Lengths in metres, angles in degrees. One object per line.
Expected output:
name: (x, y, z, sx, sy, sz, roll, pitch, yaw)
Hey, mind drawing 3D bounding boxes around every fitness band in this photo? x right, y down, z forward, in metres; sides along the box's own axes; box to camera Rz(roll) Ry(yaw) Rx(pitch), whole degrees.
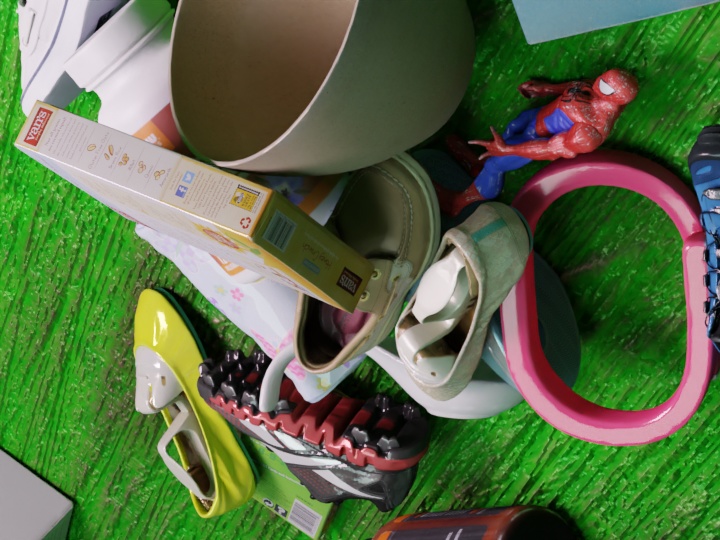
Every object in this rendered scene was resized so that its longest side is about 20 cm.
fitness band: (0.160, 0.019, 1.486, 0.143, 0.037, 0.201, 4, 116, 20)

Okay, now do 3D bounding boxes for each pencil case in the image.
pencil case: (-0.075, 0.006, 1.707, 0.200, 0.083, 0.091, 44, 150, -5)

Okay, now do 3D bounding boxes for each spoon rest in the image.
spoon rest: (0.028, 0.071, 1.638, 0.199, 0.099, 0.061, 0, 97, 5)

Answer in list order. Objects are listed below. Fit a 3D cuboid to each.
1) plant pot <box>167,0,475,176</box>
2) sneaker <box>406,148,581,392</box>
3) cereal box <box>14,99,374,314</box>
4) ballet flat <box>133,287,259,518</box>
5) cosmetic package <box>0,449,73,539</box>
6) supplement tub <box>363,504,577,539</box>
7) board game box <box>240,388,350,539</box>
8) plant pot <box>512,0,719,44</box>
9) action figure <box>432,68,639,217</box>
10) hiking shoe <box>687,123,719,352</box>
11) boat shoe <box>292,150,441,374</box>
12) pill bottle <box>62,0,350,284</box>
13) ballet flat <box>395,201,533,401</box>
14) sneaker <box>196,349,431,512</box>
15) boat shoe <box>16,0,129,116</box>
plant pot: (-0.009, -0.142, 1.420, 0.134, 0.201, 0.200, 18, 160, -36)
sneaker: (0.060, 0.014, 1.596, 0.130, 0.080, 0.200, -21, 106, 53)
cereal box: (-0.105, -0.041, 1.458, 0.199, 0.040, 0.144, 23, 173, 31)
ballet flat: (-0.146, 0.114, 1.875, 0.067, 0.067, 0.201, 2, 121, 53)
cosmetic package: (-0.391, 0.303, 2.220, 0.123, 0.200, 0.200, 36, 145, 11)
supplement tub: (0.074, 0.240, 1.801, 0.200, 0.107, 0.107, -10, 121, 49)
board game box: (-0.049, 0.141, 1.876, 0.095, 0.030, 0.200, 33, 147, 10)
plant pot: (0.134, -0.247, 1.194, 0.141, 0.141, 0.201, -7, 116, 47)
action figure: (0.109, -0.088, 1.448, 0.052, 0.066, 0.200, 46, 146, -15)
hiking shoe: (0.243, 0.005, 1.403, 0.074, 0.087, 0.201, 2, 130, 41)
boat shoe: (0.000, 0.000, 1.522, 0.074, 0.066, 0.200, 34, 141, 17)
pill bottle: (-0.109, -0.097, 1.600, 0.200, 0.112, 0.112, 47, 145, -10)
ballet flat: (0.052, 0.026, 1.496, 0.068, 0.062, 0.200, 50, 145, 22)
sneaker: (-0.040, 0.128, 1.772, 0.200, 0.071, 0.098, 19, 130, 21)
boat shoe: (-0.212, -0.184, 1.651, 0.065, 0.074, 0.200, 45, 139, 9)
